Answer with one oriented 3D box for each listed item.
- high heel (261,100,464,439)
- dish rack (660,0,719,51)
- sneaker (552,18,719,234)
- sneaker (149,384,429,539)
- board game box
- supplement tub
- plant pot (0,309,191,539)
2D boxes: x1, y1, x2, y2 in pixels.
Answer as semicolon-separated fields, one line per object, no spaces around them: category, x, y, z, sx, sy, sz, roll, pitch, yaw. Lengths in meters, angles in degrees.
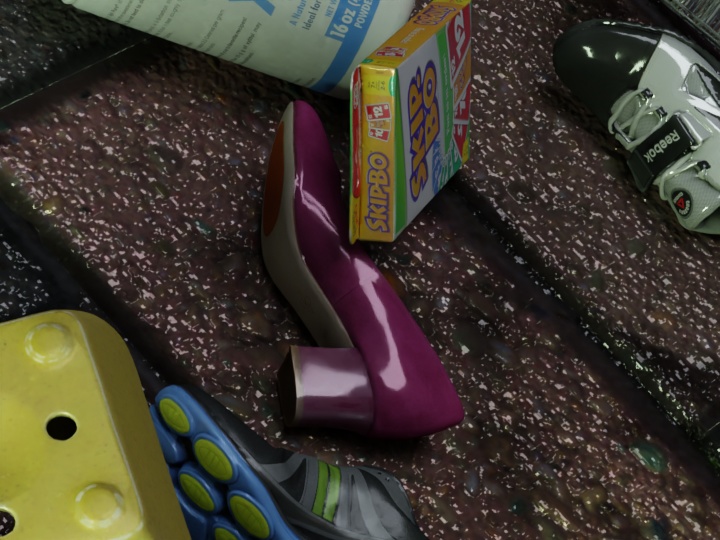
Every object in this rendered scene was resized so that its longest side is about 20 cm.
high heel;0.000;0.000;1.628;0.096;0.067;0.200;3;66;-16
dish rack;0.229;-0.153;1.826;0.200;0.055;0.153;38;5;-6
sneaker;0.196;-0.074;1.787;0.200;0.074;0.089;32;47;-4
sneaker;-0.026;0.126;1.514;0.199;0.071;0.083;36;40;-3
board game box;0.028;-0.084;1.646;0.030;0.096;0.200;5;18;17
supplement tub;-0.072;-0.186;1.700;0.200;0.132;0.132;17;47;-14
plant pot;-0.161;0.125;1.309;0.195;0.200;0.195;-13;59;-14
